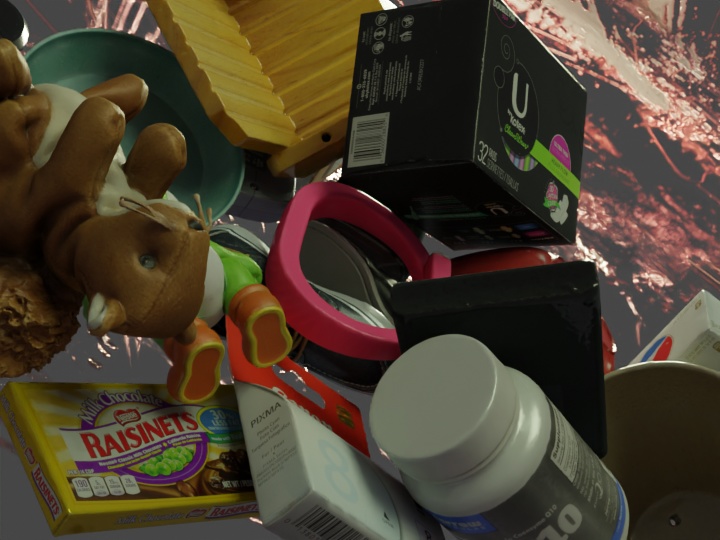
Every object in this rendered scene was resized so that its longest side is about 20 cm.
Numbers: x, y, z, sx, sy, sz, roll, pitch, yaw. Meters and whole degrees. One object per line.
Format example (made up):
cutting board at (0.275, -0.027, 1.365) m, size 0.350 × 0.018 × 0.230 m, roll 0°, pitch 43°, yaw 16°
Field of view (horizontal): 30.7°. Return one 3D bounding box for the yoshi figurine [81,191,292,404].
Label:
yoshi figurine at (-0.135, 0.010, 0.910) m, size 0.200 × 0.112 × 0.112 m, roll 47°, pitch 13°, yaw 35°

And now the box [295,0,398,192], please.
box at (-0.024, -0.186, 1.313) m, size 0.106 × 0.152 × 0.200 m, roll 39°, pitch 27°, yaw 5°

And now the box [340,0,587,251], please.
box at (0.092, -0.115, 1.092) m, size 0.200 × 0.124 × 0.149 m, roll 29°, pitch 64°, yaw -53°

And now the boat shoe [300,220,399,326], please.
boat shoe at (0.012, 0.040, 1.094) m, size 0.200 × 0.076 × 0.060 m, roll 56°, pitch 30°, yaw 9°

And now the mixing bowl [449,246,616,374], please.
mixing bowl at (0.146, 0.054, 1.116) m, size 0.200 × 0.108 × 0.200 m, roll 52°, pitch 15°, yaw -21°

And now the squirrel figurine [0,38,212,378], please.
squirrel figurine at (-0.181, -0.013, 0.808) m, size 0.187 × 0.200 × 0.141 m, roll 49°, pitch 12°, yaw 21°

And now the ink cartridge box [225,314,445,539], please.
ink cartridge box at (-0.015, 0.122, 0.903) m, size 0.160 × 0.047 × 0.200 m, roll 40°, pitch 22°, yaw -37°

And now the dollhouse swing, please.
dollhouse swing at (-0.063, -0.203, 1.104) m, size 0.200 × 0.182 × 0.176 m, roll 62°, pitch -1°, yaw 9°

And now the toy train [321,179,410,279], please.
toy train at (0.029, -0.014, 1.236) m, size 0.200 × 0.034 × 0.046 m, roll 40°, pitch 30°, yaw 6°

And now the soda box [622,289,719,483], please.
soda box at (0.253, 0.115, 1.119) m, size 0.064 × 0.200 × 0.068 m, roll 33°, pitch 29°, yaw -9°

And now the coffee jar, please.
coffee jar at (0.025, -0.066, 1.195) m, size 0.104 × 0.085 × 0.200 m, roll 32°, pitch 46°, yaw 1°

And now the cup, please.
cup at (0.245, 0.193, 1.032) m, size 0.143 × 0.200 × 0.200 m, roll 52°, pitch 9°, yaw -47°

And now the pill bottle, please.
pill bottle at (0.096, 0.136, 0.901) m, size 0.200 × 0.114 × 0.114 m, roll 47°, pitch 16°, yaw -40°

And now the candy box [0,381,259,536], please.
candy box at (-0.128, 0.116, 0.840) m, size 0.200 × 0.026 × 0.102 m, roll 6°, pitch 39°, yaw -48°

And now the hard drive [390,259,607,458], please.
hard drive at (0.105, 0.076, 0.944) m, size 0.139 × 0.200 × 0.033 m, roll -7°, pitch 48°, yaw 6°

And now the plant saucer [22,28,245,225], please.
plant saucer at (-0.190, -0.105, 1.053) m, size 0.200 × 0.036 × 0.200 m, roll 18°, pitch 51°, yaw -24°

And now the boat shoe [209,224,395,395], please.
boat shoe at (-0.059, 0.043, 1.001) m, size 0.200 × 0.071 × 0.091 m, roll 33°, pitch 24°, yaw 7°

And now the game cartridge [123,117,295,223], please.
game cartridge at (-0.149, -0.119, 1.152) m, size 0.200 × 0.040 × 0.133 m, roll 24°, pitch 38°, yaw -21°

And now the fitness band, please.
fitness band at (0.000, 0.000, 1.011) m, size 0.143 × 0.037 × 0.200 m, roll 27°, pitch 31°, yaw -10°

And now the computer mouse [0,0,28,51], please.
computer mouse at (-0.354, -0.177, 1.010) m, size 0.200 × 0.053 × 0.139 m, roll -12°, pitch 56°, yaw -42°
